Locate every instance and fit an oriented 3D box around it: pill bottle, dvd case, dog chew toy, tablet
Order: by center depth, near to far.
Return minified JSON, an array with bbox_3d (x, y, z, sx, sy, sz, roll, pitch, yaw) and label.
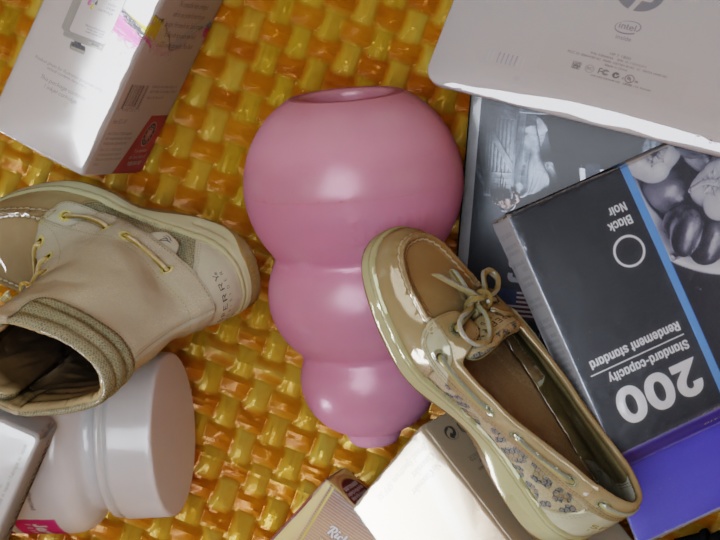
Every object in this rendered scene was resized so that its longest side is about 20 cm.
[{"bbox_3d":[0.149,-0.134,1.599,0.199,0.014,0.130,15,64,14],"label":"tablet"},{"bbox_3d":[0.000,0.000,1.628,0.124,0.125,0.201,-2,100,13],"label":"dog chew toy"},{"bbox_3d":[0.131,-0.033,1.641,0.150,0.025,0.201,5,93,12],"label":"dvd case"},{"bbox_3d":[-0.204,0.096,1.679,0.199,0.113,0.114,-2,93,13],"label":"pill bottle"}]

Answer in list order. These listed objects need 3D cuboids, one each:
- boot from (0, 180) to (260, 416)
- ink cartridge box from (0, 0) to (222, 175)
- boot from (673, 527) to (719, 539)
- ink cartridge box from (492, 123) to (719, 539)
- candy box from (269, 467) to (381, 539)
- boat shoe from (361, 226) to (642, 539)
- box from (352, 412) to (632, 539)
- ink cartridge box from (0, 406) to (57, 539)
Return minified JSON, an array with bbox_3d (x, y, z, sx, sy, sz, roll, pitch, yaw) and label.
[{"bbox_3d":[-0.177,0.017,1.628,0.199,0.155,0.072,11,122,33],"label":"boot"},{"bbox_3d":[-0.127,-0.158,1.645,0.067,0.116,0.200,28,98,10],"label":"ink cartridge box"},{"bbox_3d":[0.273,0.208,1.601,0.162,0.073,0.199,-17,85,14],"label":"boot"},{"bbox_3d":[0.202,0.022,1.585,0.198,0.043,0.201,-24,91,-7],"label":"ink cartridge box"},{"bbox_3d":[0.020,0.225,1.666,0.200,0.055,0.115,44,101,7],"label":"candy box"},{"bbox_3d":[0.078,0.055,1.548,0.200,0.073,0.063,52,138,-5],"label":"boat shoe"},{"bbox_3d":[0.098,0.173,1.603,0.200,0.078,0.095,51,134,16],"label":"box"},{"bbox_3d":[-0.291,0.116,1.604,0.200,0.057,0.163,26,100,4],"label":"ink cartridge box"}]
